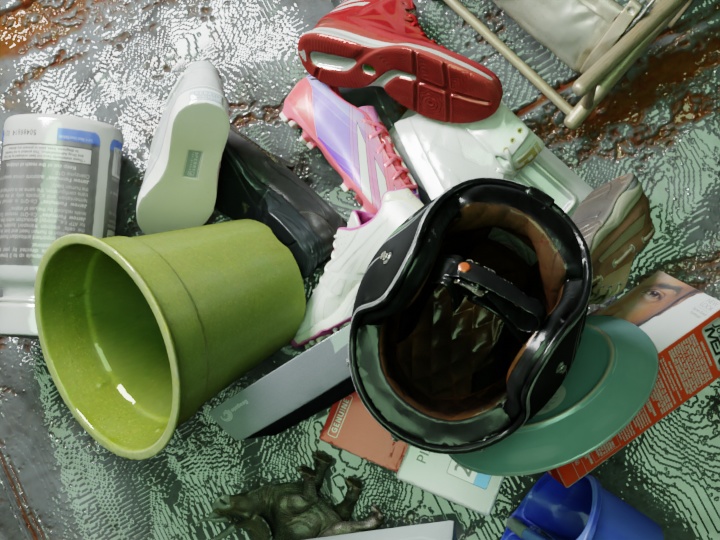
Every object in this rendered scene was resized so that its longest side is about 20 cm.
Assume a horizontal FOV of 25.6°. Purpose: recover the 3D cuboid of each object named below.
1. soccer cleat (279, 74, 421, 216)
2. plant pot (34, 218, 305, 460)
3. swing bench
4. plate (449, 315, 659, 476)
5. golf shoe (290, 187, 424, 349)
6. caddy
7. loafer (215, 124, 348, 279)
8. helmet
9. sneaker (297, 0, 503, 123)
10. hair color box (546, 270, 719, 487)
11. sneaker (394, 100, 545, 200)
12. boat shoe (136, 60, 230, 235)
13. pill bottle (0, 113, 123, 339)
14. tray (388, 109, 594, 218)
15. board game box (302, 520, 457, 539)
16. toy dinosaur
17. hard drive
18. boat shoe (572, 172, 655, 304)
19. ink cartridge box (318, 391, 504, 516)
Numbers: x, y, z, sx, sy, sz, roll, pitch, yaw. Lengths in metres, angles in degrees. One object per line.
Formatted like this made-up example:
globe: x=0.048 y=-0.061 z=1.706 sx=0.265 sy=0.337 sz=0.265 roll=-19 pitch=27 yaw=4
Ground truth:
soccer cleat: x=0.009 y=-0.105 z=1.473 sx=0.076 sy=0.067 sz=0.200 roll=-44 pitch=78 yaw=7
plant pot: x=-0.154 y=0.037 z=1.402 sx=0.189 sy=0.200 sz=0.201 roll=-24 pitch=80 yaw=-41
swing bench: x=0.193 y=-0.277 z=1.440 sx=0.199 sy=0.130 sz=0.200 roll=44 pitch=85 yaw=9
plate: x=0.154 y=0.095 z=1.339 sx=0.199 sy=0.201 sz=0.026 roll=-25 pitch=118 yaw=4
golf shoe: x=0.000 y=0.000 z=1.437 sx=0.199 sy=0.075 sz=0.092 roll=-35 pitch=76 yaw=33
caddy: x=0.172 y=0.244 z=1.362 sx=0.104 sy=0.200 sz=0.142 roll=31 pitch=87 yaw=-8
loafer: x=-0.091 y=-0.079 z=1.490 sx=0.072 sy=0.073 sz=0.200 roll=-29 pitch=72 yaw=-36
helmet: x=0.083 y=0.042 z=1.262 sx=0.198 sy=0.191 sz=0.202 roll=11 pitch=52 yaw=-14
sneaker: x=0.052 y=-0.210 z=1.443 sx=0.198 sy=0.079 sz=0.116 roll=21 pitch=53 yaw=18
hair color box: x=0.221 y=0.091 z=1.381 sx=0.199 sy=0.111 sz=0.064 roll=-33 pitch=115 yaw=-11
sneaker: x=0.121 y=-0.075 z=1.422 sx=0.115 sy=0.074 sz=0.201 roll=-27 pitch=72 yaw=4
boat shoe: x=-0.164 y=-0.109 z=1.453 sx=0.071 sy=0.201 sz=0.069 roll=5 pitch=51 yaw=-10
pill bottle: x=-0.284 y=-0.037 z=1.475 sx=0.112 sy=0.114 sz=0.202 roll=4 pitch=85 yaw=7
tray: x=0.121 y=-0.091 z=1.481 sx=0.200 sy=0.022 sz=0.108 roll=42 pitch=91 yaw=8
board game box: x=0.025 y=0.334 z=1.403 sx=0.146 sy=0.064 sz=0.202 roll=-9 pitch=103 yaw=6
toy dinosaur: x=-0.039 y=0.235 z=1.453 sx=0.199 sy=0.077 sz=0.103 roll=31 pitch=106 yaw=-6
hard drive: x=-0.028 y=0.090 z=1.416 sx=0.199 sy=0.135 sz=0.043 roll=-32 pitch=79 yaw=11
boat shoe: x=0.207 y=-0.006 z=1.402 sx=0.200 sy=0.075 sz=0.072 roll=-46 pitch=107 yaw=-33
ink cartridge box: x=0.075 y=0.099 z=1.457 sx=0.175 sy=0.045 sz=0.202 roll=22 pitch=87 yaw=7
